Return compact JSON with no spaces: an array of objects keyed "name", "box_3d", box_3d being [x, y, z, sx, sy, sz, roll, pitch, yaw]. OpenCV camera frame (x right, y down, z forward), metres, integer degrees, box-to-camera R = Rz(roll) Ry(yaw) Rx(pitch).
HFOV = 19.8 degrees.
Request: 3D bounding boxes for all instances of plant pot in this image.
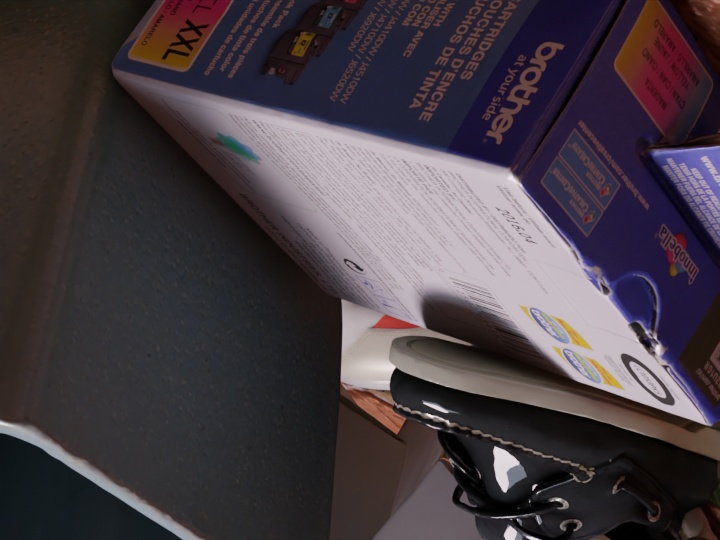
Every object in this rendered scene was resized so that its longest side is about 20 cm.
[{"name":"plant pot","box_3d":[-0.120,-0.007,0.722,0.196,0.201,0.196,-1,156,28]}]

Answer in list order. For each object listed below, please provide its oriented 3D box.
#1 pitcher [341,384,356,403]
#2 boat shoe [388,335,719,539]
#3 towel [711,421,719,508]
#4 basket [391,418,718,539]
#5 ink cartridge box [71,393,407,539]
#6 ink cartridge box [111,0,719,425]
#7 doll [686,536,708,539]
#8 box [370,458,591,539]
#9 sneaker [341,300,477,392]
[{"name":"pitcher","box_3d":[-0.056,0.070,1.049,0.171,0.121,0.200,29,173,32]},{"name":"boat shoe","box_3d":[0.066,0.068,0.708,0.074,0.066,0.199,21,-179,30]},{"name":"towel","box_3d":[0.170,0.083,0.821,0.200,0.023,0.152,43,163,-34]},{"name":"basket","box_3d":[0.089,0.152,0.986,0.123,0.136,0.200,20,162,31]},{"name":"ink cartridge box","box_3d":[-0.104,0.128,0.915,0.145,0.146,0.200,34,139,-23]},{"name":"ink cartridge box","box_3d":[0.043,-0.031,0.612,0.200,0.076,0.136,20,161,43]},{"name":"doll","box_3d":[0.193,0.165,0.904,0.136,0.049,0.200,38,170,-4]},{"name":"box","box_3d":[0.074,0.178,0.803,0.200,0.124,0.098,32,-169,-43]},{"name":"sneaker","box_3d":[-0.039,-0.016,0.832,0.199,0.070,0.093,27,170,31]}]
